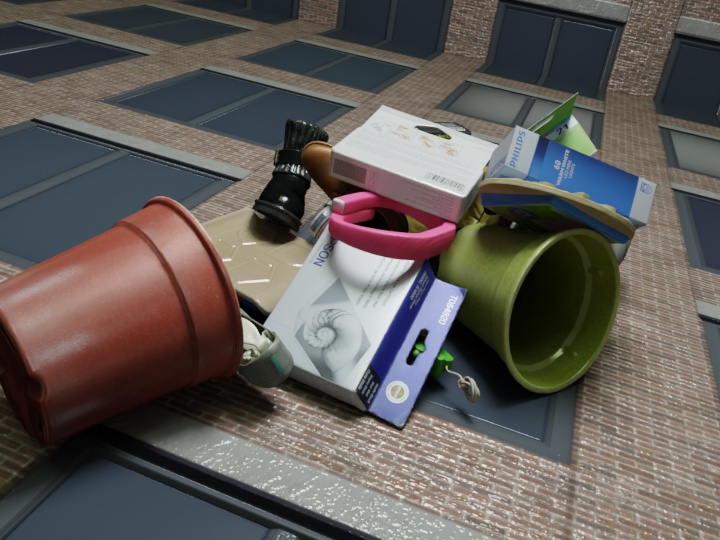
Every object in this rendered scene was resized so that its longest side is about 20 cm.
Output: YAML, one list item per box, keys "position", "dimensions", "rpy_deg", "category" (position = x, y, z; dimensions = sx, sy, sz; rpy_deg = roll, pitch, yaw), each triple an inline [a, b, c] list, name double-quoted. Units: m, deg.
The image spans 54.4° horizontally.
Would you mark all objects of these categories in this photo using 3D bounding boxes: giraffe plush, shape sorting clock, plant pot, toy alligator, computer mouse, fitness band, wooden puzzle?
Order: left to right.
- position: [-0.249, 0.057, 0.687]
  dimensions: [0.193, 0.206, 0.199]
  rpy_deg: [-27, 43, -37]
  category: "plant pot"
- position: [-0.148, -0.010, 0.990]
  dimensions: [0.197, 0.047, 0.184]
  rpy_deg: [30, 34, 24]
  category: "wooden puzzle"
- position: [0.043, -0.059, 0.888]
  dimensions: [0.141, 0.038, 0.199]
  rpy_deg: [22, 21, 23]
  category: "fitness band"
- position: [0.070, 0.094, 0.844]
  dimensions: [0.053, 0.061, 0.200]
  rpy_deg: [-4, 31, -25]
  category: "toy alligator"
- position: [0.131, -0.067, 1.105]
  dimensions: [0.157, 0.174, 0.205]
  rpy_deg: [7, 60, 17]
  category: "giraffe plush"
- position: [0.150, -0.062, 0.981]
  dimensions: [0.034, 0.202, 0.059]
  rpy_deg: [29, -9, 47]
  category: "computer mouse"
- position: [0.197, 0.026, 0.904]
  dimensions: [0.196, 0.207, 0.183]
  rpy_deg: [-9, 20, -31]
  category: "plant pot"
- position: [0.239, -0.075, 0.864]
  dimensions: [0.194, 0.040, 0.200]
  rpy_deg: [18, -6, 2]
  category: "shape sorting clock"

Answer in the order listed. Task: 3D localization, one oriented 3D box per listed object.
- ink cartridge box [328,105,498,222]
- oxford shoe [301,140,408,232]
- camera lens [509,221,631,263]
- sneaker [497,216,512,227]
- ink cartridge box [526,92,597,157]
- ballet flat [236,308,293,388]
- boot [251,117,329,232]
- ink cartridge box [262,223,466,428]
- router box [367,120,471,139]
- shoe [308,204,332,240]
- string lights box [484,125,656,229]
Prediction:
- position: [0.079, -0.155, 0.987]
  dimensions: [0.195, 0.046, 0.177]
  rpy_deg: [22, 38, 16]
  category: "ink cartridge box"
- position: [-0.013, -0.112, 1.013]
  dimensions: [0.199, 0.072, 0.071]
  rpy_deg: [42, 25, 3]
  category: "oxford shoe"
- position: [0.324, -0.046, 1.081]
  dimensions: [0.157, 0.164, 0.199]
  rpy_deg: [24, 30, 26]
  category: "camera lens"
- position: [0.205, -0.107, 1.245]
  dimensions: [0.197, 0.083, 0.088]
  rpy_deg: [27, 32, 25]
  category: "sneaker"
- position: [0.289, -0.173, 1.093]
  dimensions: [0.077, 0.146, 0.200]
  rpy_deg: [57, 7, 11]
  category: "ink cartridge box"
- position: [-0.150, 0.063, 0.780]
  dimensions: [0.197, 0.065, 0.068]
  rpy_deg: [24, 61, 38]
  category: "ballet flat"
- position: [-0.104, -0.155, 1.088]
  dimensions: [0.078, 0.161, 0.211]
  rpy_deg: [23, 7, -12]
  category: "boot"
- position: [0.002, 0.054, 0.822]
  dimensions: [0.195, 0.041, 0.202]
  rpy_deg: [19, 58, 19]
  category: "ink cartridge box"
- position: [0.098, -0.193, 1.292]
  dimensions: [0.194, 0.154, 0.062]
  rpy_deg: [-4, 28, -25]
  category: "router box"
- position: [-0.008, -0.056, 1.102]
  dimensions: [0.091, 0.072, 0.200]
  rpy_deg: [44, 19, 7]
  category: "shoe"
- position: [0.269, -0.109, 0.918]
  dimensions: [0.195, 0.060, 0.103]
  rpy_deg: [22, -11, -4]
  category: "string lights box"
